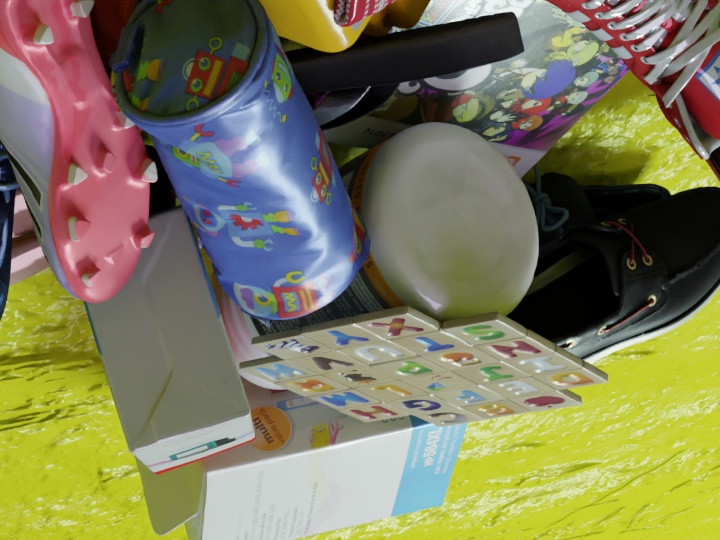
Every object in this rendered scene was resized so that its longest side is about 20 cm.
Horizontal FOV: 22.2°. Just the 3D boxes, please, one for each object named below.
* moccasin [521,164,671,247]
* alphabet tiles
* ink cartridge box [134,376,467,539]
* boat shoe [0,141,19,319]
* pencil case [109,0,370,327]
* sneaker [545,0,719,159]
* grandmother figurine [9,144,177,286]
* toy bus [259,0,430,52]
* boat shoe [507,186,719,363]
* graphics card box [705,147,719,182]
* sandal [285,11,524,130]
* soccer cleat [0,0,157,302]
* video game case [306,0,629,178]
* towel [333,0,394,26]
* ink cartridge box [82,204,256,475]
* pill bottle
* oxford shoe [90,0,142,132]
[{"bbox_3d":[0.117,-0.036,1.156,0.199,0.081,0.068,-10,146,-44],"label":"moccasin"},{"bbox_3d":[0.036,0.057,1.026,0.165,0.006,0.200,-12,157,31],"label":"alphabet tiles"},{"bbox_3d":[-0.049,0.092,1.191,0.198,0.129,0.126,-11,149,-16],"label":"ink cartridge box"},{"bbox_3d":[-0.197,-0.038,0.914,0.083,0.069,0.201,-10,127,-9],"label":"boat shoe"},{"bbox_3d":[-0.057,-0.052,0.874,0.086,0.079,0.200,0,150,15],"label":"pencil case"},{"bbox_3d":[0.143,-0.123,0.894,0.071,0.113,0.199,-47,148,15],"label":"sneaker"},{"bbox_3d":[-0.145,-0.034,1.008,0.198,0.061,0.121,-18,158,1],"label":"grandmother figurine"},{"bbox_3d":[-0.029,-0.166,0.826,0.079,0.065,0.200,-60,152,-15],"label":"toy bus"},{"bbox_3d":[0.150,0.005,1.097,0.200,0.074,0.063,-29,150,-14],"label":"boat shoe"},{"bbox_3d":[0.240,-0.080,1.058,0.051,0.126,0.200,-28,159,-2],"label":"graphics card box"},{"bbox_3d":[-0.011,-0.090,0.923,0.199,0.043,0.076,-5,-166,35],"label":"sandal"},{"bbox_3d":[-0.150,-0.076,0.863,0.067,0.076,0.201,-41,135,-34],"label":"soccer cleat"},{"bbox_3d":[0.080,-0.133,1.002,0.180,0.036,0.200,8,139,-40],"label":"video game case"},{"bbox_3d":[0.066,-0.204,0.813,0.200,0.022,0.145,-37,157,-26],"label":"towel"},{"bbox_3d":[-0.106,0.045,1.019,0.067,0.117,0.200,-18,172,-5],"label":"ink cartridge box"},{"bbox_3d":[0.000,0.000,1.050,0.116,0.117,0.199,5,162,-35],"label":"pill bottle"},{"bbox_3d":[-0.102,-0.152,0.856,0.072,0.071,0.201,-36,156,-26],"label":"oxford shoe"}]
